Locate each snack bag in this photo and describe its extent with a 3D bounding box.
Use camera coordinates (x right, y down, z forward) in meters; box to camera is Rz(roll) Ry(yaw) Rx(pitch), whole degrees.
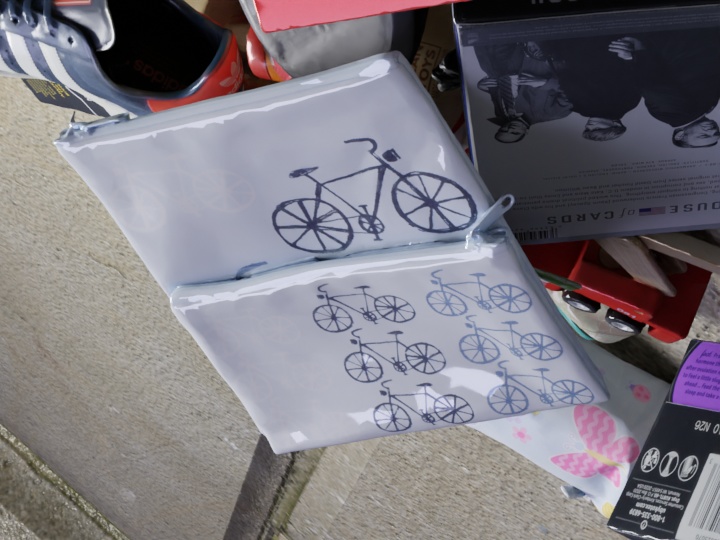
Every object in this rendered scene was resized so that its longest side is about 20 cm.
[{"bbox_3d":[-0.013,-0.002,0.978,0.187,0.021,0.201,-10,128,33],"label":"snack bag"}]

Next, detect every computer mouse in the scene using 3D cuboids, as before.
[{"bbox_3d":[-0.023,-0.166,0.926,0.138,0.053,0.201,-20,97,43],"label":"computer mouse"}]

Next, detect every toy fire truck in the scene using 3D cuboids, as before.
[{"bbox_3d":[0.135,-0.008,1.106,0.199,0.049,0.141,25,170,-4],"label":"toy fire truck"}]

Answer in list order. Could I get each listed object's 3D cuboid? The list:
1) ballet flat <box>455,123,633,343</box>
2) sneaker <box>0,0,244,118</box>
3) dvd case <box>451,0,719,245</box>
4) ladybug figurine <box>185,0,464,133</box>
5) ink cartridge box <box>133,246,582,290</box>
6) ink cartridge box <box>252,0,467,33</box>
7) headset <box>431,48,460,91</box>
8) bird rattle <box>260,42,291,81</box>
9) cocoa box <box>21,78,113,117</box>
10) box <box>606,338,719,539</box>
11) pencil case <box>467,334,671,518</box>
[{"bbox_3d":[0.089,-0.046,1.204,0.200,0.068,0.062,43,133,-12],"label":"ballet flat"},{"bbox_3d":[-0.146,-0.128,1.095,0.199,0.075,0.085,19,160,-4],"label":"sneaker"},{"bbox_3d":[0.119,-0.067,0.964,0.149,0.025,0.200,-4,156,4],"label":"dvd case"},{"bbox_3d":[-0.013,-0.110,1.154,0.199,0.137,0.072,18,-178,36],"label":"ladybug figurine"},{"bbox_3d":[0.000,0.000,1.071,0.199,0.060,0.104,20,179,3],"label":"ink cartridge box"},{"bbox_3d":[0.010,-0.180,0.833,0.199,0.045,0.178,-5,106,34],"label":"ink cartridge box"},{"bbox_3d":[0.043,-0.174,0.927,0.123,0.094,0.201,26,145,41],"label":"headset"},{"bbox_3d":[-0.017,-0.144,1.059,0.163,0.112,0.201,-119,23,-59],"label":"bird rattle"},{"bbox_3d":[-0.160,-0.197,1.226,0.131,0.134,0.200,15,148,54],"label":"cocoa box"},{"bbox_3d":[0.240,0.128,1.099,0.199,0.107,0.122,31,169,-28],"label":"box"},{"bbox_3d":[0.091,0.066,1.332,0.199,0.083,0.091,31,140,3],"label":"pencil case"}]
